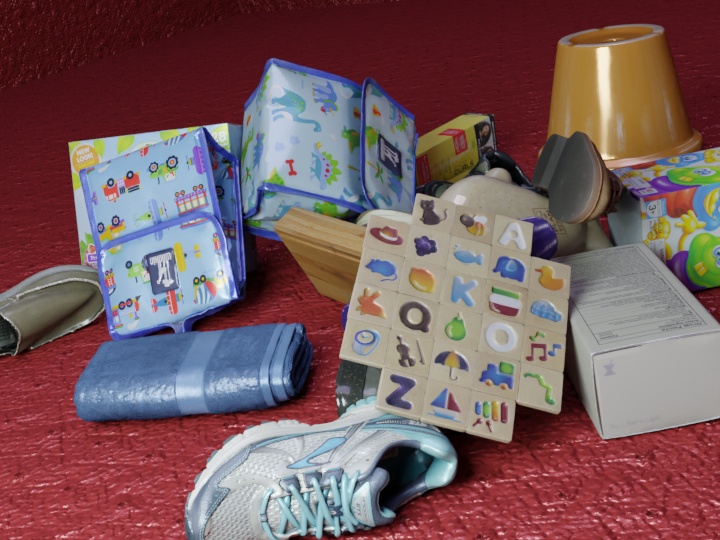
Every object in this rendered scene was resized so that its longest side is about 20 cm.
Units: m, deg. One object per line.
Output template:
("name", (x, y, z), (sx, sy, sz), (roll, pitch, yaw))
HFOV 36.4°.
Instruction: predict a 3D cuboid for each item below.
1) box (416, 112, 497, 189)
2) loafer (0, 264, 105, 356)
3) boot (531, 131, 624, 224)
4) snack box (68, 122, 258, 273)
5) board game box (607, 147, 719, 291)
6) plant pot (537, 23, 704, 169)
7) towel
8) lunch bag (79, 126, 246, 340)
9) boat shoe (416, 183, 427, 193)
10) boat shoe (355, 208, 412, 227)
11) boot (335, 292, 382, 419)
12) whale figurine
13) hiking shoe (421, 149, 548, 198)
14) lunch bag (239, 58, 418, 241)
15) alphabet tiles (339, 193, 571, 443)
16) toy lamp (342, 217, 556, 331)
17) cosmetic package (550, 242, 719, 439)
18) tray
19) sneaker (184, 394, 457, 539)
("box", (0.110, -0.146, 1.439), (0.050, 0.076, 0.199), (7, 25, 38))
("loafer", (-0.351, 0.057, 1.138), (0.198, 0.076, 0.070), (-22, 35, -18))
("boot", (0.205, -0.078, 0.966), (0.074, 0.075, 0.200), (23, 14, -3))
("snack box", (-0.225, -0.074, 1.254), (0.197, 0.172, 0.068), (-4, 4, 12))
("board game box", (0.346, -0.054, 1.042), (0.197, 0.105, 0.105), (-11, 20, -4))
("plant pot", (0.304, -0.187, 1.298), (0.197, 0.186, 0.201), (-9, 20, 3))
("towel", (-0.145, 0.093, 0.962), (0.196, 0.049, 0.112), (-6, 21, 9))
("lunch bag", (-0.197, -0.023, 1.138), (0.148, 0.203, 0.094), (-17, -22, 14))
("boat shoe", (0.016, -0.075, 1.294), (0.198, 0.074, 0.074), (-21, 23, -28))
("boat shoe", (0.086, -0.014, 1.122), (0.197, 0.072, 0.067), (8, 53, 12))
("boot", (0.052, 0.075, 0.915), (0.128, 0.069, 0.201), (-3, 29, 6))
("whale figurine", (0.148, -0.020, 1.049), (0.197, 0.161, 0.104), (-7, -27, -30))
("hiking shoe", (0.144, -0.091, 1.226), (0.075, 0.102, 0.199), (-21, 27, -35))
("lunch bag", (-0.027, -0.120, 1.210), (0.197, 0.173, 0.127), (13, -29, -21))
("alphabet tiles", (0.075, 0.030, 0.820), (0.164, 0.006, 0.202), (14, 53, -1))
("toy lamp", (0.079, 0.011, 0.882), (0.198, 0.059, 0.058), (-29, 27, -28))
("cosmetic package", (0.212, 0.049, 0.876), (0.102, 0.074, 0.200), (-10, 21, 2))
("tray", (0.000, 0.000, 1.063), (0.037, 0.099, 0.199), (-47, 33, -18))
("sneaker", (-0.022, 0.142, 0.738), (0.198, 0.079, 0.086), (-20, 26, -26))
